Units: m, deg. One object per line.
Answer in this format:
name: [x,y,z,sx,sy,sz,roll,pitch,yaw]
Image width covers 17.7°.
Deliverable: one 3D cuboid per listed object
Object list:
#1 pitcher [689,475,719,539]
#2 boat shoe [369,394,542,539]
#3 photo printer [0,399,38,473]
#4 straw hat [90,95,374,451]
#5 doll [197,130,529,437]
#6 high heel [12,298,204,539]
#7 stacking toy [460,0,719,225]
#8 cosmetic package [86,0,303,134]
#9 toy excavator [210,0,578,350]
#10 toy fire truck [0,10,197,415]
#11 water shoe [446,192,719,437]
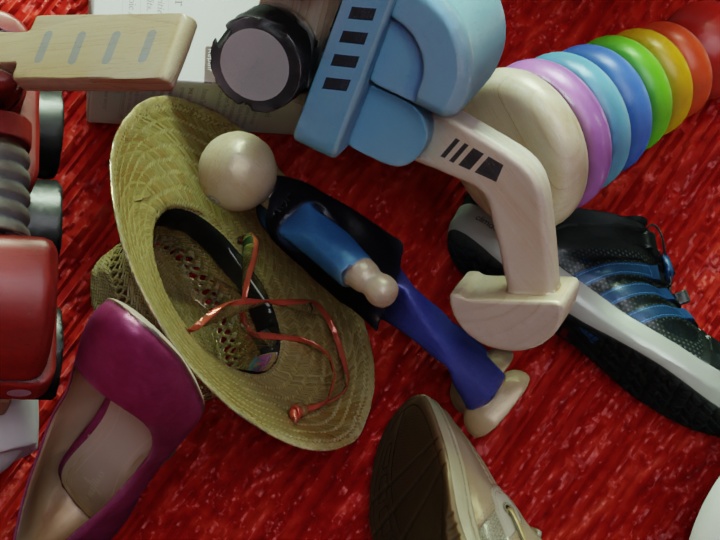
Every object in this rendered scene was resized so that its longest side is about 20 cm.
pitcher: [0.233,0.113,1.139,0.121,0.171,0.201,34,105,25]
boat shoe: [0.059,0.148,1.156,0.065,0.072,0.200,15,36,-32]
photo printer: [-0.266,0.047,1.155,0.199,0.069,0.167,-18,80,-11]
straw hat: [-0.087,0.020,1.172,0.085,0.201,0.202,-29,80,28]
doll: [0.000,0.000,1.164,0.200,0.136,0.048,42,95,-16]
high heel: [-0.131,0.082,1.100,0.067,0.200,0.096,43,69,7]
stacking toy: [0.140,-0.091,1.216,0.200,0.085,0.086,-26,81,-39]
cosmetic package: [-0.044,-0.134,1.221,0.199,0.081,0.113,1,76,-7]
toy excavator: [0.033,-0.079,1.112,0.199,0.100,0.195,26,117,10]
toy fire truck: [-0.157,-0.040,1.057,0.128,0.200,0.177,4,70,-15]
water shoe: [0.143,0.010,1.219,0.200,0.072,0.079,35,73,0]
